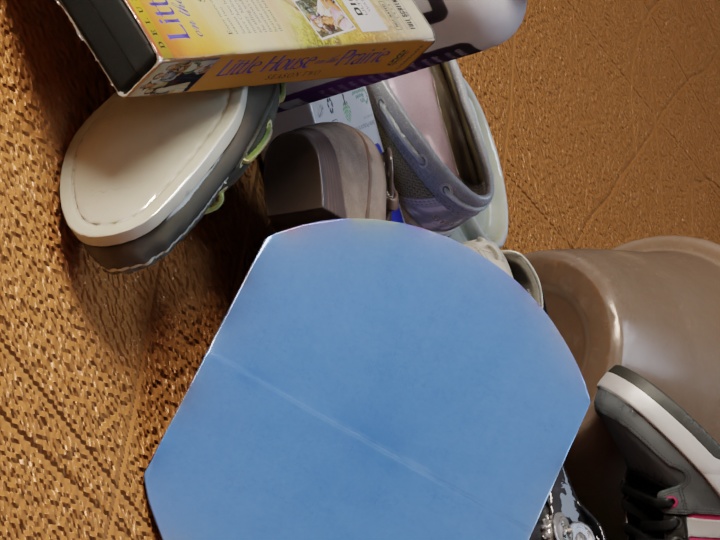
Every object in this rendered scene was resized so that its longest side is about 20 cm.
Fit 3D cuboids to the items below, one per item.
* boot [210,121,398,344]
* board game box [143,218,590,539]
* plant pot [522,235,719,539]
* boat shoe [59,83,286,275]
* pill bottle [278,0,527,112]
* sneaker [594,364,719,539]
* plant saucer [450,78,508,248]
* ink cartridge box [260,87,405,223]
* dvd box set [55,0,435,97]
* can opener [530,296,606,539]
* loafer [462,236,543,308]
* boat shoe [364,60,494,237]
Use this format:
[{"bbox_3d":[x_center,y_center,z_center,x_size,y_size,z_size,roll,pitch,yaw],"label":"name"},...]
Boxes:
[{"bbox_3d":[-0.015,0.028,1.351,0.146,0.070,0.202,43,52,-72],"label":"boot"},{"bbox_3d":[-0.001,0.078,1.244,0.201,0.157,0.039,-64,-175,-22],"label":"board game box"},{"bbox_3d":[0.139,0.061,1.647,0.174,0.199,0.202,24,51,-51],"label":"plant pot"},{"bbox_3d":[-0.073,-0.058,1.249,0.202,0.072,0.061,-71,153,-51],"label":"boat shoe"},{"bbox_3d":[0.011,-0.147,1.375,0.111,0.199,0.112,-15,90,-73],"label":"pill bottle"},{"bbox_3d":[0.155,0.157,1.541,0.200,0.121,0.084,52,-10,-17],"label":"sneaker"},{"bbox_3d":[0.043,-0.056,1.649,0.200,0.050,0.202,-15,90,-73],"label":"plant saucer"},{"bbox_3d":[0.000,0.000,1.486,0.099,0.039,0.201,-28,101,-72],"label":"ink cartridge box"},{"bbox_3d":[-0.067,-0.142,1.238,0.199,0.029,0.147,-12,64,-55],"label":"dvd box set"},{"bbox_3d":[0.080,0.090,1.528,0.063,0.078,0.202,9,69,-45],"label":"can opener"},{"bbox_3d":[0.051,0.020,1.373,0.200,0.069,0.071,9,82,-83],"label":"loafer"},{"bbox_3d":[0.020,-0.116,1.552,0.074,0.065,0.203,-5,74,-37],"label":"boat shoe"}]
